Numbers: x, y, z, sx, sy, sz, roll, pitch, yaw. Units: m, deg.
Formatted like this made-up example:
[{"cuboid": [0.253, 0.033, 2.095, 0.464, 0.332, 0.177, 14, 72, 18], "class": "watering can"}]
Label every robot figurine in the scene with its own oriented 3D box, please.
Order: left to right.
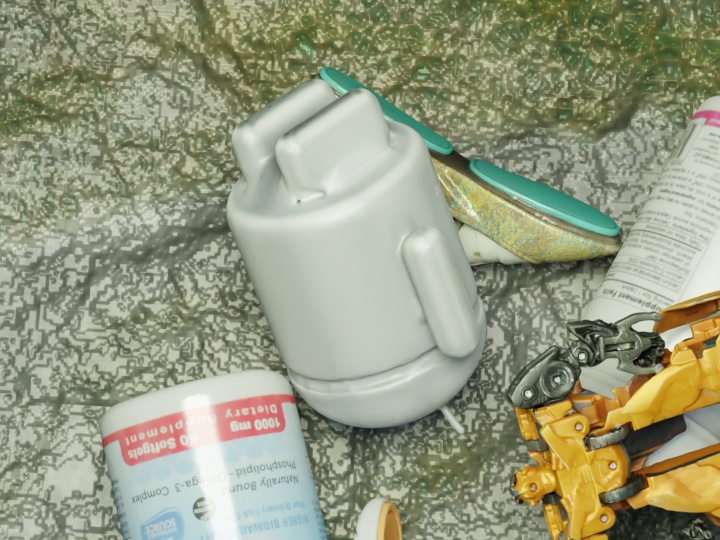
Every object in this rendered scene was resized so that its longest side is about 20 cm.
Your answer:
[{"cuboid": [0.000, 0.000, 1.497, 0.113, 0.169, 0.201, -32, 119, -23], "class": "robot figurine"}, {"cuboid": [0.167, 0.080, 1.431, 0.199, 0.058, 0.146, -17, 99, -9], "class": "robot figurine"}]

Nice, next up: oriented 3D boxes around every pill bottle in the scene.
[{"cuboid": [-0.068, 0.161, 1.497, 0.108, 0.109, 0.201, -14, 81, -3], "class": "pill bottle"}, {"cuboid": [0.188, 0.018, 1.521, 0.113, 0.113, 0.201, 29, 82, 4], "class": "pill bottle"}]

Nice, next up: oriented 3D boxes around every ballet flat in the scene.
[{"cuboid": [0.046, -0.041, 1.559, 0.199, 0.071, 0.071, 28, 82, 3], "class": "ballet flat"}]

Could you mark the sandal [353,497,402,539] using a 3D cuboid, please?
[{"cuboid": [0.027, 0.221, 1.485, 0.059, 0.079, 0.208, -4, 75, 17], "class": "sandal"}]
